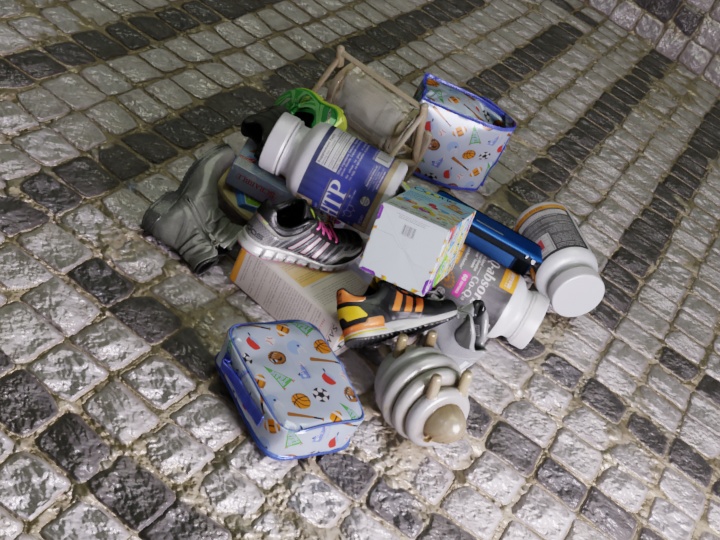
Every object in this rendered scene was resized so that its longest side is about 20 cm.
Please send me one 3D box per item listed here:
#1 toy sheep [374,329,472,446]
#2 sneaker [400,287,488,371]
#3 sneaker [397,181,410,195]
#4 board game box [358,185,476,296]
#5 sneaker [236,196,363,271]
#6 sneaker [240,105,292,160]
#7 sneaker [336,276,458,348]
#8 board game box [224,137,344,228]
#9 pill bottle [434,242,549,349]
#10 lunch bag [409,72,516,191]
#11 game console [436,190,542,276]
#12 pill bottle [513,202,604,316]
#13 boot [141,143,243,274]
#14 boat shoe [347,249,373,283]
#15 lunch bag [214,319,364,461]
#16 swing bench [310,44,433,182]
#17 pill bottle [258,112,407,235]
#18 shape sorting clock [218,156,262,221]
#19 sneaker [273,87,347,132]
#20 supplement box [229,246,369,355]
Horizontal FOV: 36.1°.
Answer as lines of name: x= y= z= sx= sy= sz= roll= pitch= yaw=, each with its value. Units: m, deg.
toy sheep: x=0.082 y=0.161 z=1.505 sx=0.137 sy=0.139 sz=0.200 roll=5 pitch=31 yaw=-32
sneaker: x=0.131 y=0.050 z=1.653 sx=0.075 sy=0.115 sz=0.201 roll=-23 pitch=81 yaw=-49
sneaker: x=0.031 y=-0.147 z=1.809 sx=0.200 sy=0.078 sz=0.090 roll=43 pitch=28 yaw=17
board game box: x=0.086 y=-0.047 z=1.603 sx=0.104 sy=0.104 sz=0.200 roll=24 pitch=17 yaw=12
sneaker: x=-0.074 y=-0.058 z=1.586 sx=0.199 sy=0.088 sz=0.074 roll=8 pitch=37 yaw=-29
sneaker: x=-0.115 y=-0.177 z=1.730 sx=0.090 sy=0.076 sz=0.200 roll=-19 pitch=53 yaw=-39
sneaker: x=0.053 y=0.046 z=1.549 sx=0.199 sy=0.070 sz=0.091 roll=-11 pitch=79 yaw=-36
board game box: x=-0.105 y=-0.153 z=1.803 sx=0.199 sy=0.041 sz=0.200 roll=29 pitch=29 yaw=-7
pill bottle: x=0.195 y=0.037 z=1.773 sx=0.199 sy=0.117 sz=0.117 roll=29 pitch=33 yaw=0
lunch bag: x=0.175 y=-0.255 z=2.108 sx=0.199 sy=0.171 sz=0.124 roll=22 pitch=38 yaw=-9
game console: x=0.187 y=-0.032 z=1.819 sx=0.199 sy=0.119 sz=0.171 roll=29 pitch=15 yaw=1
pill bottle: x=0.351 y=-0.020 z=1.953 sx=0.116 sy=0.117 sz=0.201 roll=12 pitch=36 yaw=-24
boot: x=-0.219 y=-0.088 z=1.645 sx=0.130 sy=0.068 sz=0.200 roll=36 pitch=61 yaw=7
boat shoe: x=0.000 y=0.000 z=1.725 sx=0.200 sy=0.069 sz=0.057 roll=38 pitch=34 yaw=0
lunch bag: x=-0.098 y=0.150 z=1.437 sx=0.159 sy=0.076 sz=0.200 roll=-5 pitch=46 yaw=-38
swing bench: x=0.016 y=-0.265 z=1.964 sx=0.198 sy=0.130 sz=0.200 roll=37 pitch=-4 yaw=13
pill bottle: x=-0.042 y=-0.147 z=1.621 sx=0.199 sy=0.120 sz=0.120 roll=27 pitch=32 yaw=2
shape sorting clock: x=-0.148 y=-0.114 z=1.788 sx=0.199 sy=0.039 sz=0.201 roll=24 pitch=30 yaw=-14
sneaker: x=-0.098 y=-0.256 z=1.822 sx=0.083 sy=0.075 sz=0.200 roll=-10 pitch=22 yaw=-31
supplement box: x=-0.075 y=0.029 z=1.616 sx=0.200 sy=0.074 sz=0.126 roll=40 pitch=35 yaw=19
